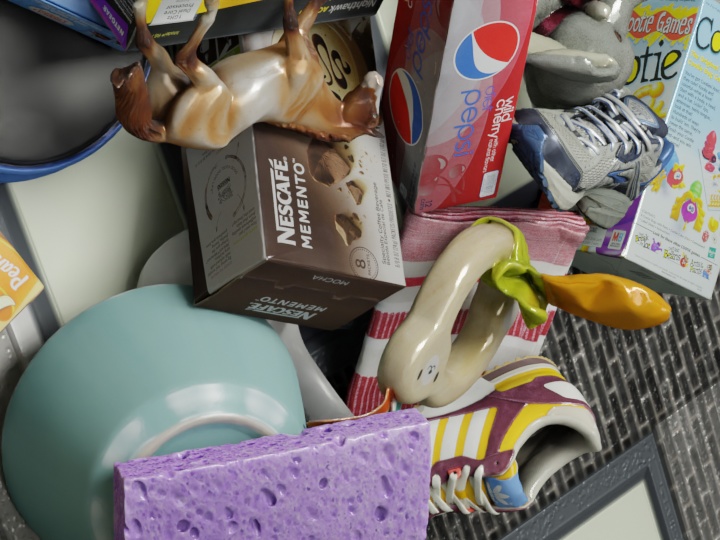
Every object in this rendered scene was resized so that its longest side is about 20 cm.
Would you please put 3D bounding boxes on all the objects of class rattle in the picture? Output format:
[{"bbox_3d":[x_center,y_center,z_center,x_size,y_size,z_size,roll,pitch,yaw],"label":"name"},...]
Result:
[{"bbox_3d":[0.080,0.069,1.441,0.143,0.130,0.200,35,49,10],"label":"rattle"}]

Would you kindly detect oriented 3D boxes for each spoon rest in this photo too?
[{"bbox_3d":[-0.068,0.048,1.495,0.099,0.061,0.200,-35,117,7],"label":"spoon rest"}]

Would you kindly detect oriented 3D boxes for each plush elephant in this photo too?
[{"bbox_3d":[0.137,-0.183,1.559,0.155,0.165,0.200,31,92,4],"label":"plush elephant"}]

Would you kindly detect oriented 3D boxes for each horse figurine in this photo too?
[{"bbox_3d":[-0.071,-0.118,1.328,0.200,0.050,0.133,-20,133,-32],"label":"horse figurine"}]

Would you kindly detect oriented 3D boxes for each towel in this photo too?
[{"bbox_3d":[0.067,0.045,1.562,0.144,0.023,0.200,1,121,-30],"label":"towel"}]

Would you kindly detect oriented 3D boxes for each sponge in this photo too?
[{"bbox_3d":[-0.053,0.153,1.367,0.200,0.030,0.112,-8,115,-22],"label":"sponge"}]

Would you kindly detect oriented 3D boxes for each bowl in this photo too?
[{"bbox_3d":[-0.111,0.119,1.405,0.201,0.105,0.201,-10,115,-22],"label":"bowl"},{"bbox_3d":[-0.211,-0.152,1.377,0.201,0.039,0.201,-4,97,-37],"label":"bowl"}]

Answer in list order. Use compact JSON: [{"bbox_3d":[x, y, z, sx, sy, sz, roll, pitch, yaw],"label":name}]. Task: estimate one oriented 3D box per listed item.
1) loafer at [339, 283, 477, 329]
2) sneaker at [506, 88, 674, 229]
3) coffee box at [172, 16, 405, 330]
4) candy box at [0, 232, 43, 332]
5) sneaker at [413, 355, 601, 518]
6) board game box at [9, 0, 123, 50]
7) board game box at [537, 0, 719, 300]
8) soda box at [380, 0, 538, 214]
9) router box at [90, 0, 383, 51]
[{"bbox_3d":[0.000,0.000,1.554,0.200,0.063,0.072,16,117,-34],"label":"loafer"},{"bbox_3d":[0.156,-0.088,1.515,0.077,0.085,0.200,56,16,16],"label":"sneaker"},{"bbox_3d":[-0.048,-0.073,1.437,0.113,0.080,0.200,12,61,-38],"label":"coffee box"},{"bbox_3d":[-0.289,-0.024,1.320,0.115,0.055,0.200,-48,121,-24],"label":"candy box"},{"bbox_3d":[0.067,0.136,1.554,0.200,0.090,0.075,-32,131,-4],"label":"sneaker"},{"bbox_3d":[-0.191,-0.234,1.334,0.200,0.037,0.151,22,77,-38],"label":"board game box"},{"bbox_3d":[0.218,-0.093,1.671,0.105,0.103,0.200,24,81,-40],"label":"board game box"},{"bbox_3d":[0.060,-0.134,1.419,0.063,0.070,0.200,-11,137,-22],"label":"soda box"},{"bbox_3d":[-0.047,-0.210,1.346,0.200,0.051,0.149,-14,146,-40],"label":"router box"}]
